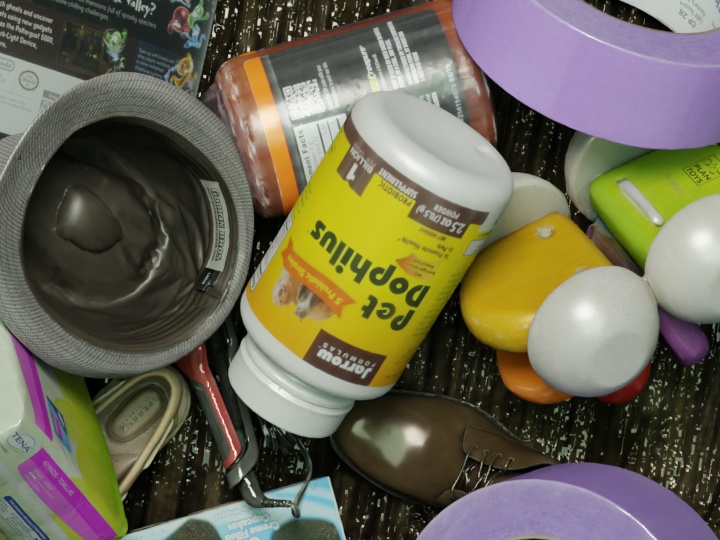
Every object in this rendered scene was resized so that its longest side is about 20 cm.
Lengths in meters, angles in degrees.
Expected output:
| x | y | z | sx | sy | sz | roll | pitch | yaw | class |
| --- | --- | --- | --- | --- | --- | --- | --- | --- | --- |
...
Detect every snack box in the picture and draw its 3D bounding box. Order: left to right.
| x | y | z | sx | sy | sz | roll | pitch | yaw | class |
| --- | --- | --- | --- | --- | --- | --- | --- | --- | --- |
| -0.099 | 0.210 | 1.608 | 0.199 | 0.037 | 0.117 | -15 | 88 | -20 | snack box |

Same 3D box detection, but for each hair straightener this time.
| x | y | z | sx | sy | sz | roll | pitch | yaw | class |
| --- | --- | --- | --- | --- | --- | --- | --- | --- | --- |
| -0.071 | 0.064 | 1.621 | 0.077 | 0.041 | 0.201 | -12 | 67 | -35 | hair straightener |

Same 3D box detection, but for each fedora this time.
| x | y | z | sx | sy | sz | roll | pitch | yaw | class |
| --- | --- | --- | --- | --- | --- | --- | --- | --- | --- |
| -0.158 | -0.031 | 1.525 | 0.200 | 0.090 | 0.178 | 26 | 86 | -41 | fedora |

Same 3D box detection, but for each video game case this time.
| x | y | z | sx | sy | sz | roll | pitch | yaw | class |
| --- | --- | --- | --- | --- | --- | --- | --- | --- | --- |
| -0.174 | -0.128 | 1.588 | 0.023 | 0.200 | 0.183 | 10 | 86 | 41 | video game case |

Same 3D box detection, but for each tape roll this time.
| x | y | z | sx | sy | sz | roll | pitch | yaw | class |
| --- | --- | --- | --- | --- | --- | --- | --- | --- | --- |
| 0.121 | 0.217 | 1.519 | 0.199 | 0.085 | 0.201 | 2 | 94 | 27 | tape roll |
| 0.159 | -0.160 | 1.582 | 0.199 | 0.200 | 0.066 | 18 | 127 | -1 | tape roll |

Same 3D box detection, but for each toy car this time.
| x | y | z | sx | sy | sz | roll | pitch | yaw | class |
| --- | --- | --- | --- | --- | --- | --- | --- | --- | --- |
| 0.164 | 0.007 | 1.597 | 0.200 | 0.175 | 0.150 | -32 | 130 | -4 | toy car |

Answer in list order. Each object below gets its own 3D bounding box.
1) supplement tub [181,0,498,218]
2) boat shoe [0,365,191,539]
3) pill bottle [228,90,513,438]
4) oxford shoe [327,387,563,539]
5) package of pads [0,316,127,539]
| x | y | z | sx | sy | sz | roll | pitch | yaw | class |
| --- | --- | --- | --- | --- | --- | --- | --- | --- | --- |
| -0.021 | -0.096 | 1.616 | 0.199 | 0.107 | 0.107 | -16 | 88 | -4 | supplement tub |
| -0.185 | 0.135 | 1.621 | 0.071 | 0.065 | 0.200 | 39 | 87 | 0 | boat shoe |
| 0.000 | 0.000 | 1.551 | 0.109 | 0.109 | 0.200 | 31 | 112 | 0 | pill bottle |
| 0.074 | 0.124 | 1.622 | 0.199 | 0.084 | 0.073 | 20 | 88 | 1 | oxford shoe |
| -0.213 | 0.065 | 1.543 | 0.068 | 0.155 | 0.200 | -26 | 51 | 4 | package of pads |
